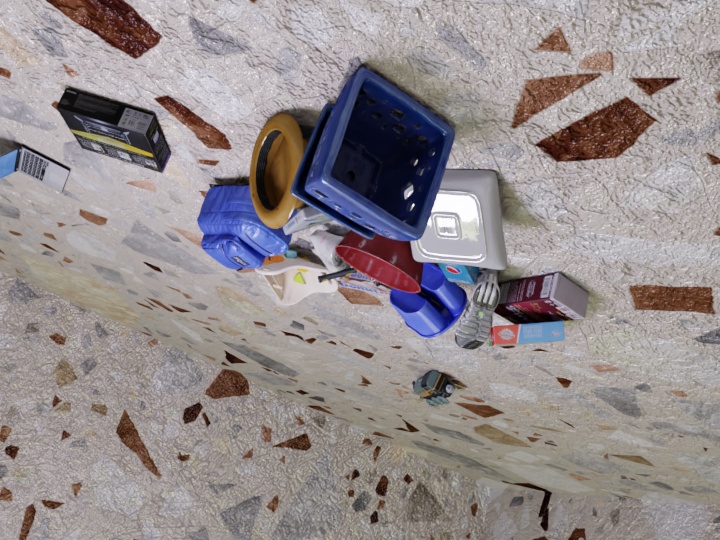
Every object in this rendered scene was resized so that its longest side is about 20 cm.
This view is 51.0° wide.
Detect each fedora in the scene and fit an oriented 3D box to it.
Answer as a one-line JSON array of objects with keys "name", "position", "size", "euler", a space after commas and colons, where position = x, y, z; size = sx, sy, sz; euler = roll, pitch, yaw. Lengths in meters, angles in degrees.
[{"name": "fedora", "position": [-0.130, -0.177, 1.366], "size": [0.080, 0.207, 0.198], "euler": [0, 174, -38]}]

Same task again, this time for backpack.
[{"name": "backpack", "position": [-0.239, -0.093, 1.652], "size": [0.196, 0.172, 0.162], "euler": [-3, 157, 37]}]

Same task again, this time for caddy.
[{"name": "caddy", "position": [0.155, 0.070, 1.686], "size": [0.105, 0.142, 0.200], "euler": [47, 174, -25]}]

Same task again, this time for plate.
[{"name": "plate", "position": [0.163, -0.088, 1.377], "size": [0.196, 0.032, 0.203], "euler": [6, 126, 30]}]

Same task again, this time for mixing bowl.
[{"name": "mixing bowl", "position": [0.055, -0.049, 1.555], "size": [0.196, 0.110, 0.200], "euler": [25, 169, 5]}]

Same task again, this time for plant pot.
[{"name": "plant pot", "position": [0.009, -0.169, 1.219], "size": [0.197, 0.204, 0.179], "euler": [28, 163, -24]}]

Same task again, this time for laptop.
[{"name": "laptop", "position": [-0.866, -0.229, 1.924], "size": [0.197, 0.118, 0.186], "euler": [28, 158, -21]}]

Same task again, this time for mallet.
[{"name": "mallet", "position": [0.000, 0.000, 1.727], "size": [0.195, 0.042, 0.066], "euler": [-17, 156, 6]}]

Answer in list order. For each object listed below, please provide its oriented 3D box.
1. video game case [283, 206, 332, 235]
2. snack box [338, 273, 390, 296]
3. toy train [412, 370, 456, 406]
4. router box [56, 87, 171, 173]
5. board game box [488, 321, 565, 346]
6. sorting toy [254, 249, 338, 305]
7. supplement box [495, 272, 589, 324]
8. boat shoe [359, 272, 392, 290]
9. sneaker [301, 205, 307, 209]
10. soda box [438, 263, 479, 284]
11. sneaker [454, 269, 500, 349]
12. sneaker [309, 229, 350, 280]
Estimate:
[{"name": "video game case", "position": [-0.036, -0.116, 1.414], "size": [0.196, 0.023, 0.182], "euler": [-18, 179, -18]}, {"name": "snack box", "position": [0.027, 0.032, 1.910], "size": [0.195, 0.025, 0.072], "euler": [11, 156, 22]}, {"name": "toy train", "position": [0.243, 0.393, 2.526], "size": [0.113, 0.086, 0.200], "euler": [34, 159, -5]}, {"name": "router box", "position": [-0.505, -0.287, 1.563], "size": [0.195, 0.053, 0.158], "euler": [17, 159, 5]}, {"name": "board game box", "position": [0.365, 0.143, 1.684], "size": [0.149, 0.042, 0.200], "euler": [-4, 173, 5]}, {"name": "sorting toy", "position": [-0.148, 0.010, 1.911], "size": [0.175, 0.109, 0.201], "euler": [9, 157, 14]}, {"name": "supplement box", "position": [0.383, 0.067, 1.641], "size": [0.107, 0.062, 0.198], "euler": [29, 158, -27]}, {"name": "boat shoe", "position": [0.073, 0.025, 1.811], "size": [0.195, 0.058, 0.067], "euler": [18, 159, 5]}, {"name": "sneaker", "position": [-0.071, -0.166, 1.468], "size": [0.196, 0.077, 0.115], "euler": [-13, 174, 27]}, {"name": "soda box", "position": [0.187, -0.048, 1.523], "size": [0.063, 0.069, 0.200], "euler": [8, 156, 27]}, {"name": "sneaker", "position": [0.267, 0.075, 1.667], "size": [0.073, 0.117, 0.203], "euler": [20, 131, 2]}, {"name": "sneaker", "position": [-0.069, -0.047, 1.762], "size": [0.098, 0.078, 0.201], "euler": [33, 165, 18]}]
